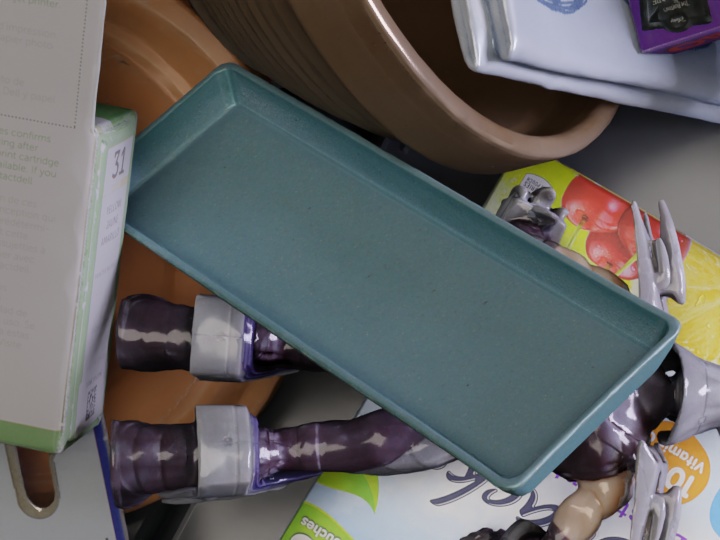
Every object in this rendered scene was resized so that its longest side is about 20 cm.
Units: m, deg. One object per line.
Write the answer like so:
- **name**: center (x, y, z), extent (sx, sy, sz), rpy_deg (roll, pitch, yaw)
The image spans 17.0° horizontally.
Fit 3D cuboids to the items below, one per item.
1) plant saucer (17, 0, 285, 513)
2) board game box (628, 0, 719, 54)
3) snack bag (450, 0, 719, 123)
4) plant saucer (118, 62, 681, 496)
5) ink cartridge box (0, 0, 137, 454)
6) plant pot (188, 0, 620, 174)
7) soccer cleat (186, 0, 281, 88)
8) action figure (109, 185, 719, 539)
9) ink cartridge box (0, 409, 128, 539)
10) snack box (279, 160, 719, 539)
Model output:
- **plant saucer**: center (-0.115, -0.010, 0.807), extent (0.200, 0.032, 0.200), rpy_deg (2, 100, 9)
- **board game box**: center (0.159, -0.147, 0.697), extent (0.200, 0.032, 0.120), rpy_deg (-17, 88, 33)
- **snack bag**: center (0.066, -0.149, 0.764), extent (0.021, 0.189, 0.200), rpy_deg (-16, 81, 32)
- **plant saucer**: center (0.000, 0.000, 0.705), extent (0.070, 0.019, 0.200), rpy_deg (-42, 49, -19)
- **ink cartridge box**: center (-0.140, -0.056, 0.716), extent (0.145, 0.048, 0.200), rpy_deg (11, 103, 10)
- **plant pot**: center (-0.001, -0.120, 0.754), extent (0.093, 0.201, 0.201), rpy_deg (-17, 80, 32)
- **soccer cleat**: center (-0.046, -0.159, 0.836), extent (0.076, 0.067, 0.200), rpy_deg (7, 84, -8)
- **action figure**: center (0.025, 0.037, 0.732), extent (0.200, 0.069, 0.130), rpy_deg (0, 72, 9)
- **ink cartridge box**: center (-0.174, 0.059, 0.794), extent (0.200, 0.043, 0.197), rpy_deg (-8, 100, 9)
- **snack box**: center (0.096, 0.082, 0.781), extent (0.200, 0.068, 0.169), rpy_deg (32, 88, 12)
